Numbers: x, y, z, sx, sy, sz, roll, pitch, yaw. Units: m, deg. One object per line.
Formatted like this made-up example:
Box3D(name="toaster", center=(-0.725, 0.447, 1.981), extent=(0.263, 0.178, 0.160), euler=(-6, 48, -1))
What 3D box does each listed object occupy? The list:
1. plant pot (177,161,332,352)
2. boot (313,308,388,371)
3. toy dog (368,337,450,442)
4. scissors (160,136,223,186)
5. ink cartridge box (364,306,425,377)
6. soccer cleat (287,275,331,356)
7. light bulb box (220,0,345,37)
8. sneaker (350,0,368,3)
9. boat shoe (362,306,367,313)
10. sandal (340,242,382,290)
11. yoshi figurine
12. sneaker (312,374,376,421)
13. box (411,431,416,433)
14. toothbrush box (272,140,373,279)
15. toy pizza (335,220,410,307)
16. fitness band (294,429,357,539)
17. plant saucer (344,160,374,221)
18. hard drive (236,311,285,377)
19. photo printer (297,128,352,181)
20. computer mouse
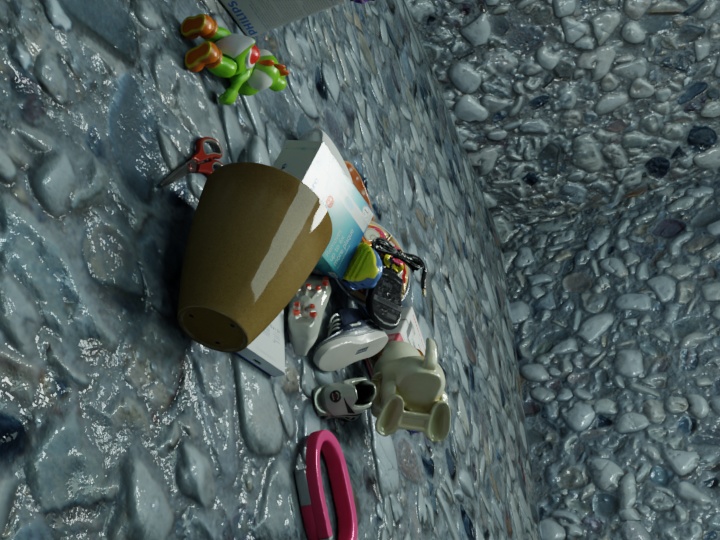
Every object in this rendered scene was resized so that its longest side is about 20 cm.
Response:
Box3D(name="plant pot", center=(-0.152, -0.004, 0.979), extent=(0.187, 0.185, 0.201), euler=(59, 37, -39))
Box3D(name="boot", center=(-0.038, 0.120, 1.381), extent=(0.090, 0.073, 0.200), euler=(43, 24, 24))
Box3D(name="toy dog", center=(0.077, 0.201, 1.430), extent=(0.200, 0.139, 0.195), euler=(-129, -138, -70))
Box3D(name="scissors", center=(-0.238, -0.153, 1.072), extent=(0.200, 0.014, 0.074), euler=(-25, 102, -71))
Box3D(name="ink cartridge box", center=(0.081, 0.183, 1.636), extent=(0.200, 0.084, 0.146), euler=(-58, 130, -69))
Box3D(name="soccer cleat", center=(-0.090, 0.067, 1.266), extent=(0.200, 0.069, 0.078), euler=(-80, 180, -66))
Box3D(name="light bulb box", center=(-0.145, -0.557, 1.373), extent=(0.125, 0.199, 0.199), euler=(49, 32, -57))
Box3D(name="sneaker", center=(-0.008, -0.507, 1.309), extent=(0.200, 0.080, 0.089), euler=(-31, 113, -74))
Box3D(name="boat shoe", center=(0.018, 0.022, 1.597), extent=(0.200, 0.068, 0.085), euler=(51, 31, -46))
Box3D(name="sandal", center=(0.000, 0.000, 1.391), extent=(0.087, 0.080, 0.200), euler=(40, -7, -19))
Box3D(name="yoshi figurine", center=(-0.206, -0.327, 1.223), extent=(0.112, 0.113, 0.200), euler=(39, 15, 33))
Box3D(name="sneaker", center=(-0.005, 0.224, 1.342), extent=(0.200, 0.088, 0.075), euler=(15, 60, -72))
Box3D(name="box", center=(0.132, 0.291, 1.775), extent=(0.200, 0.041, 0.120), euler=(-47, 120, -72))
Box3D(name="toothbrush box", center=(-0.077, -0.102, 1.298), extent=(0.200, 0.085, 0.147), euler=(52, 56, -45))
Box3D(name="toy pizza", center=(0.024, -0.018, 1.533), extent=(0.199, 0.032, 0.201), euler=(16, 58, -29))
Box3D(name="fitness band", center=(-0.049, 0.349, 1.186), extent=(0.144, 0.037, 0.201), euler=(12, 65, -70))
Box3D(name="plant saucer", center=(-0.018, -0.142, 1.690), extent=(0.200, 0.032, 0.202), euler=(-15, 90, -73))
Box3D(name="hard drive", center=(-0.153, 0.043, 1.140), extent=(0.132, 0.025, 0.201), euler=(47, 32, -55))
Box3D(name="photo printer", center=(-0.070, -0.167, 1.489), extent=(0.201, 0.069, 0.167), euler=(-87, 155, -43))
Box3D(name="computer mouse", center=(0.068, 0.042, 1.492), extent=(0.140, 0.046, 0.201), euler=(22, 52, -27))
